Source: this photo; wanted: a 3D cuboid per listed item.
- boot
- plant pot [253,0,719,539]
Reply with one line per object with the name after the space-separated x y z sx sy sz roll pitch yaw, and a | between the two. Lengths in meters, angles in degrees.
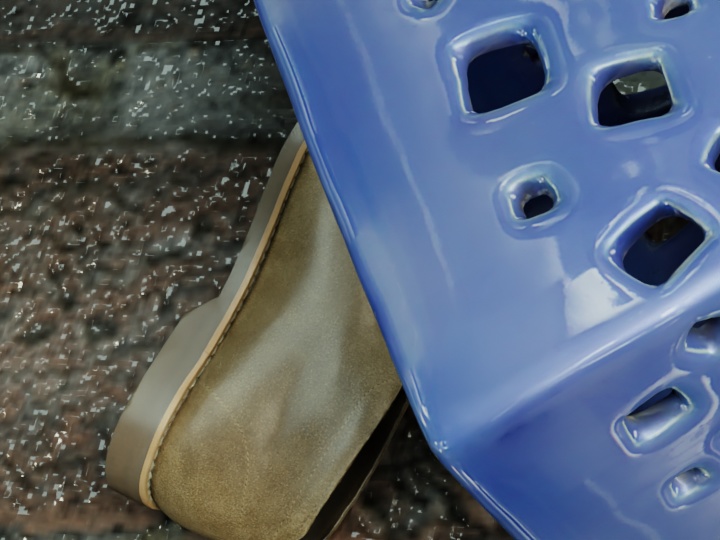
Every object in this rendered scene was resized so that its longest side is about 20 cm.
0.000 0.000 0.865 0.075 0.074 0.200 26 84 21 | boot
0.103 -0.028 0.730 0.179 0.200 0.200 -31 52 10 | plant pot
